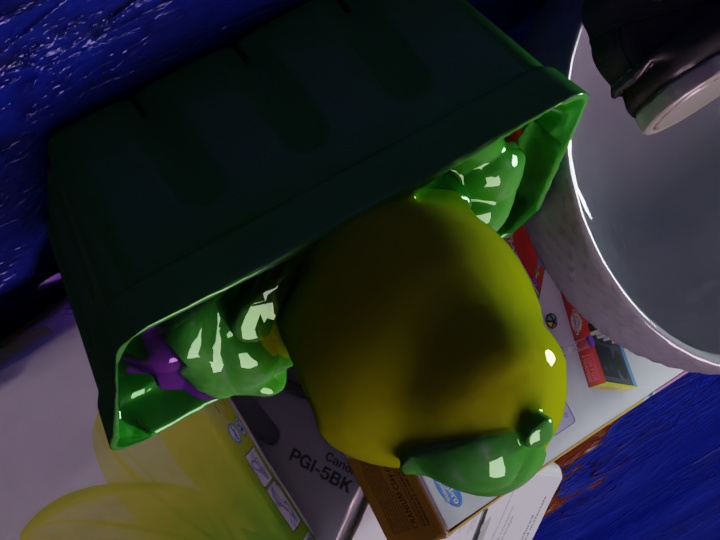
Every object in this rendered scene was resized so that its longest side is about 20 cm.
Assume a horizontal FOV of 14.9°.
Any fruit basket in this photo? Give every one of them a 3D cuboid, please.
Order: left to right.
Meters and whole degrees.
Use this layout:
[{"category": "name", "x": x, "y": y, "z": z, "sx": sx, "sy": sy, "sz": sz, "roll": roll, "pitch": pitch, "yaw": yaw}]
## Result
[{"category": "fruit basket", "x": 0.001, "y": 0.007, "z": 1.011, "sx": 0.215, "sy": 0.216, "sz": 0.156, "roll": -29, "pitch": 165, "yaw": -16}]

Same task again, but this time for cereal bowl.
[{"category": "cereal bowl", "x": 0.140, "y": -0.052, "z": 1.172, "sx": 0.200, "sy": 0.201, "sz": 0.083, "roll": -24, "pitch": -171, "yaw": -33}]

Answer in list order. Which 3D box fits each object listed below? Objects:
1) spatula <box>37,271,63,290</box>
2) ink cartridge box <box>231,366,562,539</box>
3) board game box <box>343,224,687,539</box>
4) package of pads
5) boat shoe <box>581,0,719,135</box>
[{"category": "spatula", "x": -0.040, "y": -0.037, "z": 1.127, "sx": 0.200, "sy": 0.021, "sz": 0.057, "roll": -31, "pitch": -179, "yaw": -19}, {"category": "ink cartridge box", "x": -0.017, "y": 0.092, "z": 1.278, "sx": 0.200, "sy": 0.147, "sz": 0.083, "roll": 14, "pitch": 102, "yaw": -62}, {"category": "board game box", "x": 0.059, "y": 0.007, "z": 1.184, "sx": 0.200, "sy": 0.153, "sz": 0.040, "roll": -29, "pitch": -176, "yaw": -37}, {"category": "package of pads", "x": -0.135, "y": 0.109, "z": 1.136, "sx": 0.200, "sy": 0.155, "sz": 0.068, "roll": -31, "pitch": -175, "yaw": 2}, {"category": "boat shoe", "x": 0.170, "y": -0.118, "z": 1.107, "sx": 0.200, "sy": 0.057, "sz": 0.067, "roll": -28, "pitch": 171, "yaw": -35}]
